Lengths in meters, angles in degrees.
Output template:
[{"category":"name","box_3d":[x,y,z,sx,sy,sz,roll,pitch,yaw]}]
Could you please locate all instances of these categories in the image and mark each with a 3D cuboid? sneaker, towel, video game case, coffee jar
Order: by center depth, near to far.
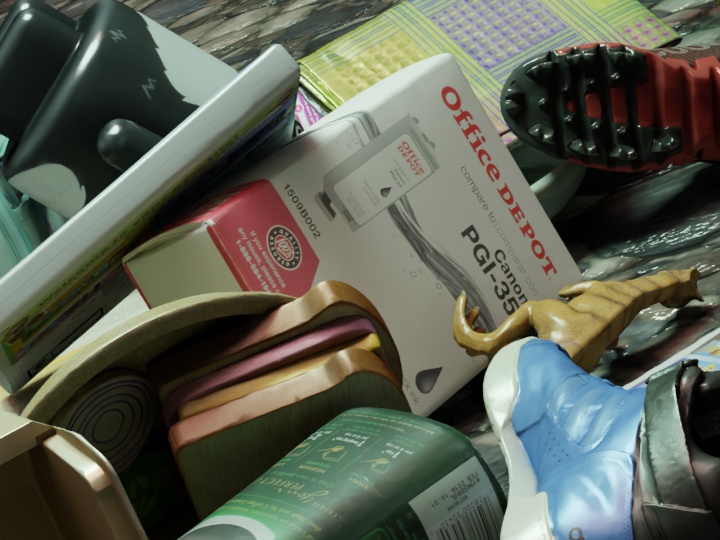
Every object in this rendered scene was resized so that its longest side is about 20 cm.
[{"category":"coffee jar","box_3d":[-0.036,0.139,1.178,0.200,0.086,0.104,-33,26,-33]},{"category":"sneaker","box_3d":[0.115,0.072,1.196,0.111,0.077,0.200,-26,19,12]},{"category":"video game case","box_3d":[-0.111,-0.022,1.433,0.200,0.022,0.182,-41,-6,-9]},{"category":"sneaker","box_3d":[0.170,-0.092,1.607,0.199,0.071,0.098,-2,2,-11]},{"category":"towel","box_3d":[0.071,-0.120,1.689,0.199,0.023,0.144,-30,49,-19]}]

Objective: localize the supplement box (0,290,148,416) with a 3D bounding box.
[{"category":"supplement box","box_3d":[-0.133,0.076,1.534,0.125,0.074,0.200,-24,16,-2]}]

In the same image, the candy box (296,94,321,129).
[{"category":"candy box","box_3d":[-0.030,-0.075,1.793,0.199,0.061,0.136,-24,-19,2]}]

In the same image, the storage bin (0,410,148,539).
[{"category":"storage bin","box_3d":[-0.149,0.181,0.998,0.199,0.199,0.094,-28,13,-18]}]

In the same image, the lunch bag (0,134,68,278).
[{"category":"lunch bag","box_3d":[-0.206,0.000,1.710,0.077,0.161,0.200,-24,10,1]}]

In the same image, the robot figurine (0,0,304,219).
[{"category":"robot figurine","box_3d":[-0.123,-0.077,1.638,0.125,0.199,0.151,-46,19,44]}]

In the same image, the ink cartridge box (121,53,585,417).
[{"category":"ink cartridge box","box_3d":[0.000,0.000,1.443,0.083,0.147,0.200,-23,11,49]}]

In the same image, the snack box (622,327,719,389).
[{"category":"snack box","box_3d":[0.205,0.028,1.316,0.199,0.024,0.072,-30,18,-22]}]

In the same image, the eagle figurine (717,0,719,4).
[{"category":"eagle figurine","box_3d":[0.248,-0.253,1.943,0.152,0.199,0.152,-64,-14,-7]}]

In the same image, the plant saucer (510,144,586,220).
[{"category":"plant saucer","box_3d":[0.050,-0.027,1.659,0.199,0.050,0.200,-21,16,6]}]

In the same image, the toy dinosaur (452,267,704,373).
[{"category":"toy dinosaur","box_3d":[0.095,0.036,1.377,0.106,0.061,0.200,-8,22,38]}]

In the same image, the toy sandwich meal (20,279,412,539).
[{"category":"toy sandwich meal","box_3d":[-0.067,0.090,1.288,0.204,0.206,0.070,-27,53,-12]}]
